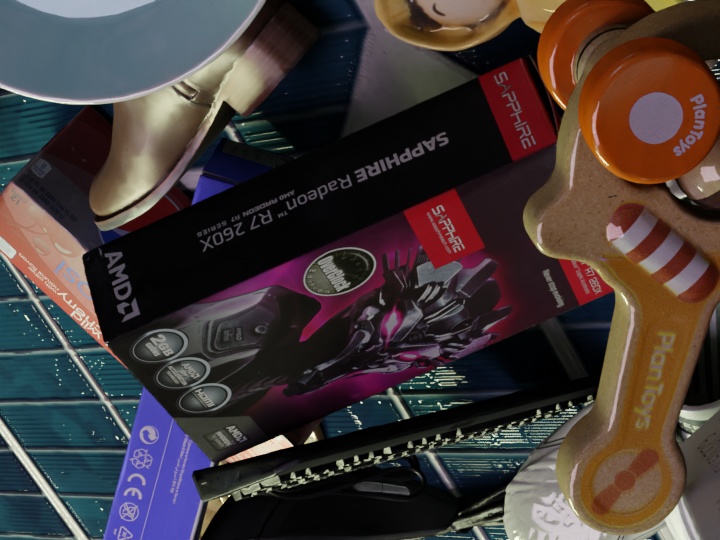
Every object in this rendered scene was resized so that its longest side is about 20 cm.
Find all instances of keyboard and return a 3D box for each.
[{"bbox_3d":[0.021,0.087,0.956,0.104,0.200,0.040,-17,84,54],"label":"keyboard"}]

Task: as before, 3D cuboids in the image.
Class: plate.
[{"bbox_3d":[-0.122,-0.170,0.883,0.200,0.026,0.201,3,109,10],"label":"plate"}]

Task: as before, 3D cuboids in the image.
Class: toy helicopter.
[{"bbox_3d":[0.119,0.003,0.737,0.132,0.079,0.200,7,111,-12],"label":"toy helicopter"}]

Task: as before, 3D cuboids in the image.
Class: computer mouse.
[{"bbox_3d":[-0.014,0.120,1.063,0.140,0.200,0.046,-17,77,51],"label":"computer mouse"}]

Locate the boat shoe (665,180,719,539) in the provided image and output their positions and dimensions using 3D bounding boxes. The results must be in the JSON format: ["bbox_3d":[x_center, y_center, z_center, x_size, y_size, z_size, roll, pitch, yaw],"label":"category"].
[{"bbox_3d":[0.139,0.048,0.849,0.073,0.067,0.201,-3,108,25],"label":"boat shoe"}]

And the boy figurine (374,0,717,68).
[{"bbox_3d":[0.086,-0.125,0.772,0.200,0.064,0.124,0,131,38],"label":"boy figurine"}]

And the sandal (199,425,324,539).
[{"bbox_3d":[-0.093,0.136,1.210,0.078,0.070,0.212,44,144,-6],"label":"sandal"}]

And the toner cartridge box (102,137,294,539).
[{"bbox_3d":[-0.076,0.044,0.985,0.043,0.095,0.200,16,104,0],"label":"toner cartridge box"}]

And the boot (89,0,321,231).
[{"bbox_3d":[-0.137,-0.130,0.965,0.200,0.064,0.186,42,132,-9],"label":"boot"}]

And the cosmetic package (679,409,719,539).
[{"bbox_3d":[0.241,0.104,0.740,0.200,0.165,0.165,44,-171,-7],"label":"cosmetic package"}]

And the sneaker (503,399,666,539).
[{"bbox_3d":[0.144,0.072,0.941,0.200,0.072,0.072,-35,90,40],"label":"sneaker"}]

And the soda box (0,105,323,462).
[{"bbox_3d":[-0.098,0.013,1.081,0.200,0.070,0.063,44,144,-5],"label":"soda box"}]

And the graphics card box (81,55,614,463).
[{"bbox_3d":[0.000,0.000,0.864,0.200,0.051,0.126,-22,147,6],"label":"graphics card box"}]
